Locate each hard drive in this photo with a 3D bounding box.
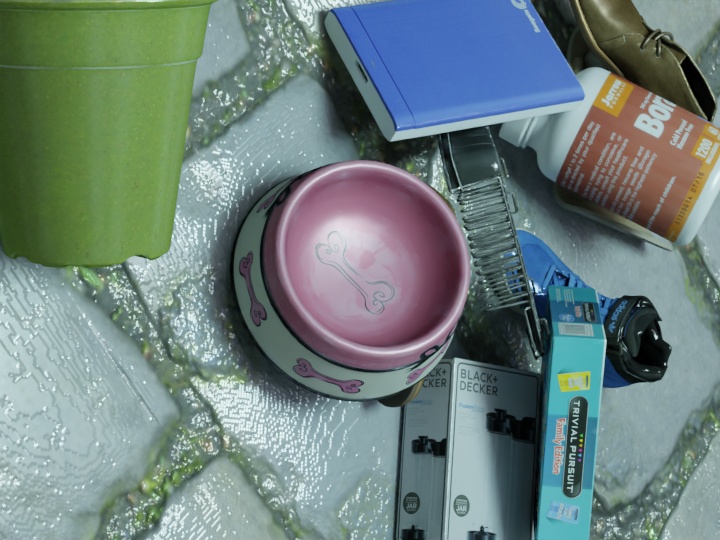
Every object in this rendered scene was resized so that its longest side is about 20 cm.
[{"bbox_3d":[0.083,-0.182,1.717,0.199,0.025,0.132,-12,61,-31],"label":"hard drive"}]

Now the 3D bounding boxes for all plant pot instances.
[{"bbox_3d":[-0.199,-0.105,1.430,0.199,0.199,0.191,-9,105,-43],"label":"plant pot"}]

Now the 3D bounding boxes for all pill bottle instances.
[{"bbox_3d":[0.232,-0.114,1.802,0.199,0.112,0.112,27,61,6],"label":"pill bottle"}]

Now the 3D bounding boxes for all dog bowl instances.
[{"bbox_3d":[0.000,0.000,1.605,0.199,0.074,0.201,6,70,-18],"label":"dog bowl"}]

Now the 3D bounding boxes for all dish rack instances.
[{"bbox_3d":[0.114,-0.024,1.695,0.153,0.054,0.201,-86,161,-75],"label":"dish rack"}]

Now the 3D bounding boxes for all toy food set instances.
[{"bbox_3d":[0.261,-0.132,1.918,0.143,0.060,0.201,19,74,-40],"label":"toy food set"}]

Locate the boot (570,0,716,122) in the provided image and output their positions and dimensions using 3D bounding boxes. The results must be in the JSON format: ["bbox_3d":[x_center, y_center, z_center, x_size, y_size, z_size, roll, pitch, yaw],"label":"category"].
[{"bbox_3d":[0.264,-0.212,1.852,0.074,0.075,0.201,-42,105,-37],"label":"boot"}]

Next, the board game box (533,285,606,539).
[{"bbox_3d":[0.180,0.131,1.731,0.151,0.047,0.201,-77,170,-73],"label":"board game box"}]

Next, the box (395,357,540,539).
[{"bbox_3d":[0.093,0.181,1.733,0.116,0.060,0.201,14,76,-41],"label":"box"}]

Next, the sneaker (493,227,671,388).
[{"bbox_3d":[0.210,0.032,1.820,0.200,0.111,0.077,52,55,-26],"label":"sneaker"}]

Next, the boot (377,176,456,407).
[{"bbox_3d":[0.051,0.022,1.710,0.075,0.073,0.201,22,69,-49],"label":"boot"}]
